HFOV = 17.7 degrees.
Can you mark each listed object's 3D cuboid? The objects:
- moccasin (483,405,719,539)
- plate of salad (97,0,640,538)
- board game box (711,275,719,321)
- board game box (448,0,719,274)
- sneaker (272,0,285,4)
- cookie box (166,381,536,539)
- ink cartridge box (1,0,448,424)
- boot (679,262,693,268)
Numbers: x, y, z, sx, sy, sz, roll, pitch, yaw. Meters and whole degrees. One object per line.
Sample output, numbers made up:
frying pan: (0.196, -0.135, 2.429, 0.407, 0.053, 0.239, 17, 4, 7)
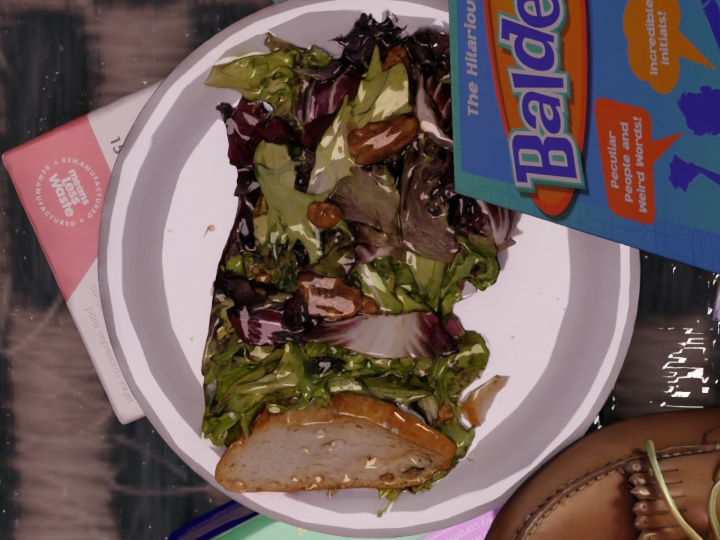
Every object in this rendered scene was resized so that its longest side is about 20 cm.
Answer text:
moccasin: (0.136, 0.091, 0.830, 0.201, 0.078, 0.074, -6, 106, -25)
plate of salad: (0.000, 0.000, 0.829, 0.199, 0.048, 0.201, 1, 97, 9)
board game box: (0.217, -0.065, 0.858, 0.135, 0.034, 0.201, 12, 101, 8)
board game box: (0.103, -0.080, 0.698, 0.200, 0.045, 0.153, 20, 119, 51)
sneaker: (-0.058, -0.187, 0.869, 0.082, 0.074, 0.200, -33, 88, 17)
cookie box: (0.036, 0.162, 0.907, 0.171, 0.075, 0.201, -28, 94, 11)
ink cartridge box: (-0.021, -0.035, 0.888, 0.199, 0.067, 0.117, -24, 94, 13)
boot: (0.219, -0.025, 0.769, 0.199, 0.165, 0.066, 22, 58, -2)
